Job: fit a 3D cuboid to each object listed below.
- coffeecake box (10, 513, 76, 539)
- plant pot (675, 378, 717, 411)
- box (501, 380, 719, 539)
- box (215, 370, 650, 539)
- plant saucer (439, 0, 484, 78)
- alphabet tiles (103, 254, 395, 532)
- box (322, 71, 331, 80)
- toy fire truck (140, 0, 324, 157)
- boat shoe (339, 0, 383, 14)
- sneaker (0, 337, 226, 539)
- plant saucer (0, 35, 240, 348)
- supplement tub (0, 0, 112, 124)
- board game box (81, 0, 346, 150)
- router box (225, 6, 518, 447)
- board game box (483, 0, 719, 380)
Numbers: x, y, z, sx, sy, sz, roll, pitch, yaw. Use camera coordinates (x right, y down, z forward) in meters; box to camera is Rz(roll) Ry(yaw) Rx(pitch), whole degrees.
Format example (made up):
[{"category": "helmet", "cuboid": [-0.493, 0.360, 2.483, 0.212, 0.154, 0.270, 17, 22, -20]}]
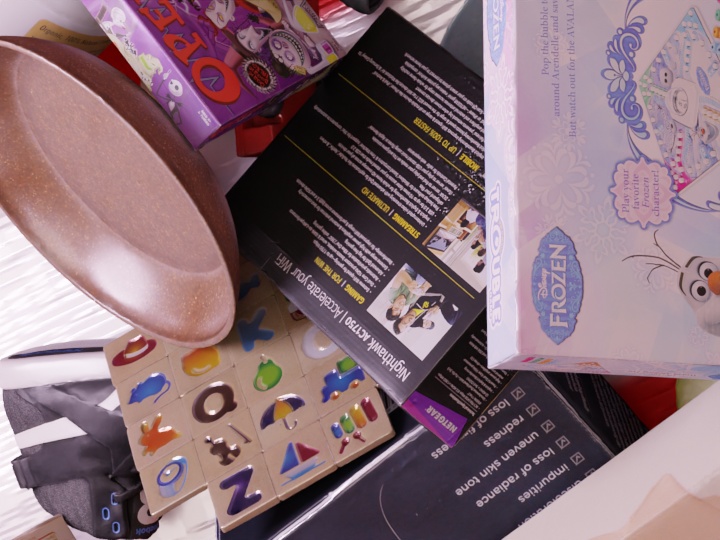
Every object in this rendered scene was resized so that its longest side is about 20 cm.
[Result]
[{"category": "coffeecake box", "cuboid": [-0.180, 0.263, 1.505, 0.153, 0.073, 0.201, -35, 85, 32]}, {"category": "plant pot", "cuboid": [0.263, 0.049, 1.368, 0.183, 0.200, 0.202, -11, 91, 25]}, {"category": "box", "cuboid": [0.133, 0.150, 1.298, 0.200, 0.078, 0.095, -39, 108, 18]}, {"category": "box", "cuboid": [0.060, 0.140, 1.405, 0.200, 0.124, 0.197, -37, 110, 12]}, {"category": "plant saucer", "cuboid": [0.135, -0.081, 1.454, 0.200, 0.039, 0.203, 1, 93, 14]}, {"category": "alphabet tiles", "cuboid": [-0.050, 0.042, 1.398, 0.166, 0.006, 0.200, -31, 41, 7]}, {"category": "box", "cuboid": [0.000, 0.000, 1.470, 0.121, 0.032, 0.201, 25, 106, 27]}, {"category": "toy fire truck", "cuboid": [-0.080, -0.104, 1.469, 0.140, 0.049, 0.202, -6, 88, 43]}, {"category": "boat shoe", "cuboid": [0.041, -0.224, 1.449, 0.062, 0.073, 0.200, 46, 109, 15]}, {"category": "sneaker", "cuboid": [-0.106, 0.093, 1.493, 0.199, 0.073, 0.113, -4, 101, 34]}, {"category": "plant saucer", "cuboid": [-0.129, -0.047, 1.380, 0.200, 0.201, 0.037, 41, 63, 8]}, {"category": "supplement tub", "cuboid": [-0.199, -0.158, 1.452, 0.200, 0.144, 0.145, -40, 84, 27]}, {"category": "board game box", "cuboid": [-0.104, -0.163, 1.354, 0.200, 0.120, 0.032, 52, 133, 2]}, {"category": "router box", "cuboid": [0.028, -0.027, 1.346, 0.149, 0.051, 0.200, -49, 43, 1]}, {"category": "board game box", "cuboid": [0.155, -0.051, 1.250, 0.198, 0.043, 0.201, 4, 78, -19]}]
